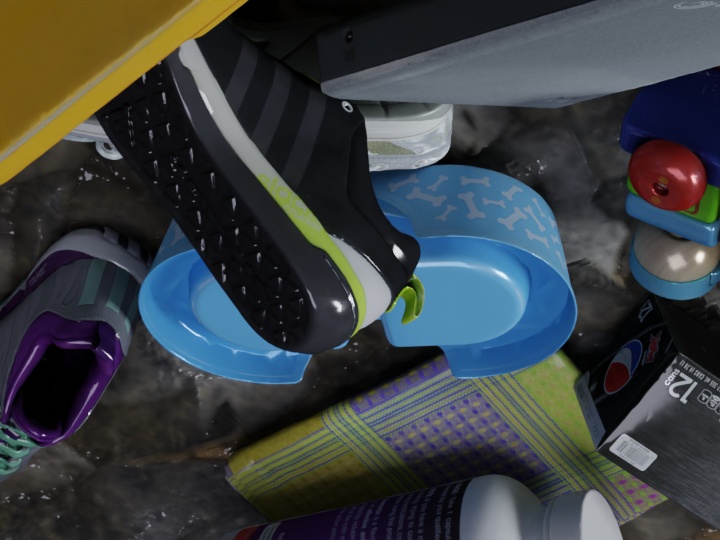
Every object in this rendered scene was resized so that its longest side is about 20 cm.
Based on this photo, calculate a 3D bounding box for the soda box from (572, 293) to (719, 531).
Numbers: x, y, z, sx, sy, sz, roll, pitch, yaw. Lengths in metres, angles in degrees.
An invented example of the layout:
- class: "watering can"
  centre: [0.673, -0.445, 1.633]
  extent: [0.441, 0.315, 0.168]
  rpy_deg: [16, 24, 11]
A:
- class: "soda box"
  centre: [0.199, 0.096, 1.195]
  extent: [0.200, 0.071, 0.063]
  rpy_deg: [34, 107, -18]

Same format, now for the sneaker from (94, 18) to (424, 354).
- class: "sneaker"
  centre: [-0.044, -0.057, 1.036]
  extent: [0.200, 0.083, 0.072]
  rpy_deg: [59, 144, 1]

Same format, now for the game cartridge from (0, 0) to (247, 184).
- class: "game cartridge"
  centre: [-0.113, -0.157, 0.991]
  extent: [0.200, 0.177, 0.032]
  rpy_deg: [-32, 161, 30]

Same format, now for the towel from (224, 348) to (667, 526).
- class: "towel"
  centre: [0.044, 0.103, 1.265]
  extent: [0.200, 0.023, 0.144]
  rpy_deg: [-29, 119, 28]

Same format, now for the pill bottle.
- class: "pill bottle"
  centre: [0.027, 0.164, 1.230]
  extent: [0.200, 0.113, 0.113]
  rpy_deg: [-14, 126, 20]

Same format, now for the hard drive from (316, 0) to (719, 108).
- class: "hard drive"
  centre: [0.098, -0.098, 0.983]
  extent: [0.139, 0.033, 0.200]
  rpy_deg: [0, 173, -39]

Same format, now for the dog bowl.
- class: "dog bowl"
  centre: [0.000, 0.000, 1.154]
  extent: [0.199, 0.050, 0.112]
  rpy_deg: [-2, 144, 11]

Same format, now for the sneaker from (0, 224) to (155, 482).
- class: "sneaker"
  centre: [-0.172, 0.064, 1.222]
  extent: [0.074, 0.088, 0.200]
  rpy_deg: [30, 128, -16]

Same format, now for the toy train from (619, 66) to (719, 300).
- class: "toy train"
  centre: [0.207, -0.011, 1.078]
  extent: [0.200, 0.085, 0.116]
  rpy_deg: [22, 145, 16]

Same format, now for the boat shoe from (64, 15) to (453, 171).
- class: "boat shoe"
  centre: [-0.059, -0.074, 1.101]
  extent: [0.201, 0.075, 0.065]
  rpy_deg: [1, 147, 0]
